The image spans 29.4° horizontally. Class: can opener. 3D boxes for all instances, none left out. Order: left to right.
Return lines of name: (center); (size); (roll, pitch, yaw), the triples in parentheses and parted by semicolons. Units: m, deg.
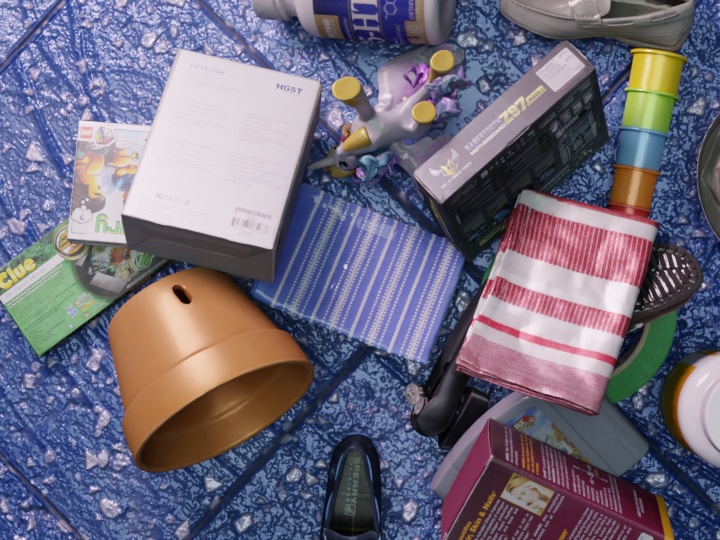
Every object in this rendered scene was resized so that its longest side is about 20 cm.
can opener: (0.103, 0.091, 1.391); (0.078, 0.064, 0.201); (9, 117, -24)

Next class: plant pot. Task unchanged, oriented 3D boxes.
plant pot: (-0.165, 0.092, 1.382); (0.199, 0.200, 0.141); (-33, 70, 3)

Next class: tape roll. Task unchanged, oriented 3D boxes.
tape roll: (0.220, 0.038, 1.393); (0.198, 0.048, 0.203); (3, 101, 14)

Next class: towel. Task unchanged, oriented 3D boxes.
towel: (0.000, 0.000, 1.418); (0.198, 0.024, 0.146); (21, 66, 5)
towel: (0.187, 0.025, 1.301); (0.143, 0.023, 0.202); (16, 72, 19)

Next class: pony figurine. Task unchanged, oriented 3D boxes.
pony figurine: (0.045, -0.152, 1.381); (0.191, 0.200, 0.168); (-18, 80, -12)

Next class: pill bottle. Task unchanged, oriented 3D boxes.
pill bottle: (-0.006, -0.296, 1.402); (0.198, 0.120, 0.121); (6, 89, 13)
pill bottle: (0.357, 0.134, 1.325); (0.110, 0.200, 0.112); (0, 88, 5)

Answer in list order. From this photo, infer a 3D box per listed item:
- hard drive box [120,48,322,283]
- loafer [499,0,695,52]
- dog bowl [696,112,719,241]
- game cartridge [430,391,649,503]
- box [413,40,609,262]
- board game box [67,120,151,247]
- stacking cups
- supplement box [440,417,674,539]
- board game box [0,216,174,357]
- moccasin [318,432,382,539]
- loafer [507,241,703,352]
hard drive box: (-0.135, -0.106, 1.374); (0.154, 0.077, 0.202); (14, 64, 3)
loafer: (0.242, -0.274, 1.404); (0.198, 0.070, 0.070); (7, 56, 1)
dog bowl: (0.437, -0.092, 1.397); (0.198, 0.059, 0.202); (0, 88, 4)
game cartridge: (0.174, 0.192, 1.387); (0.200, 0.042, 0.133); (-42, 104, 17)
box: (0.154, -0.114, 1.361); (0.200, 0.158, 0.051); (-41, 64, -2)
board game box: (-0.202, -0.085, 1.440); (0.198, 0.035, 0.128); (4, 82, -2)
stacking cups: (0.292, -0.123, 1.410); (0.060, 0.061, 0.202); (8, 92, 5)
supplement box: (0.189, 0.244, 1.339); (0.199, 0.086, 0.111); (25, 110, -5)
board game box: (-0.292, -0.007, 1.469); (0.199, 0.023, 0.105); (-35, 88, 2)
moccasin: (-0.016, 0.271, 1.417); (0.080, 0.068, 0.202); (-4, 88, 4)
loafer: (0.236, 0.034, 1.338); (0.198, 0.071, 0.074); (-20, 62, 6)
